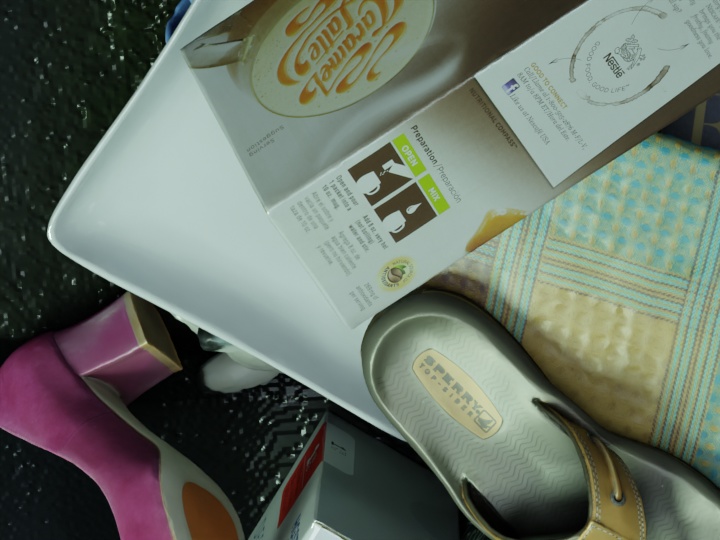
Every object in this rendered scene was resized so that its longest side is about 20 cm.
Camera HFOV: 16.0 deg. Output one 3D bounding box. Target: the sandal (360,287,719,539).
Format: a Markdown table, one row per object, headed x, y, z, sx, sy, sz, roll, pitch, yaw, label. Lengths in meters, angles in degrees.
| x | y | z | sx | sy | sz | roll | pitch | yaw | label |
| --- | --- | --- | --- | --- | --- | --- | --- | --- | --- |
| 0.080 | 0.085 | 1.039 | 0.200 | 0.055 | 0.082 | 44 | 101 | 0 | sandal |

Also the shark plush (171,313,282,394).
| x | y | z | sx | sy | sz | roll | pitch | yaw | label |
| --- | --- | --- | --- | --- | --- | --- | --- | --- | --- |
| 0.000 | 0.000 | 1.147 | 0.198 | 0.091 | 0.084 | -4 | 73 | 7 | shark plush |

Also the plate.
| x | y | z | sx | sy | sz | roll | pitch | yaw | label |
| --- | --- | --- | --- | --- | --- | --- | --- | --- | --- |
| 0.001 | -0.052 | 1.066 | 0.199 | 0.032 | 0.200 | 29 | 102 | -20 | plate |

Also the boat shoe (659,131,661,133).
| x | y | z | sx | sy | sz | roll | pitch | yaw | label |
| --- | --- | --- | --- | --- | --- | --- | --- | --- | --- |
| 0.178 | -0.088 | 1.122 | 0.199 | 0.065 | 0.072 | -33 | 100 | 7 | boat shoe |

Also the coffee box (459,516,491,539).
| x | y | z | sx | sy | sz | roll | pitch | yaw | label |
| --- | --- | --- | --- | --- | --- | --- | --- | --- | --- |
| 0.047 | 0.167 | 1.122 | 0.044 | 0.123 | 0.201 | 31 | 77 | -5 | coffee box |

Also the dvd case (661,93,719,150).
| x | y | z | sx | sy | sz | roll | pitch | yaw | label |
| --- | --- | --- | --- | --- | --- | --- | --- | --- | --- |
| 0.205 | -0.089 | 1.074 | 0.147 | 0.016 | 0.202 | 7 | 78 | 11 | dvd case |

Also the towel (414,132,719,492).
| x | y | z | sx | sy | sz | roll | pitch | yaw | label |
| --- | --- | --- | --- | --- | --- | --- | --- | --- | --- |
| 0.121 | 0.016 | 1.054 | 0.199 | 0.022 | 0.148 | 17 | 108 | 7 | towel |

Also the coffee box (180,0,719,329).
| x | y | z | sx | sy | sz | roll | pitch | yaw | label |
| --- | --- | --- | --- | --- | --- | --- | --- | --- | --- |
| 0.046 | -0.085 | 0.973 | 0.199 | 0.115 | 0.080 | -32 | 134 | 3 | coffee box |

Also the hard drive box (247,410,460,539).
| x | y | z | sx | sy | sz | roll | pitch | yaw | label |
| --- | --- | --- | --- | --- | --- | --- | --- | --- | --- |
| -0.036 | 0.184 | 1.145 | 0.076 | 0.156 | 0.201 | 31 | 101 | -6 | hard drive box |

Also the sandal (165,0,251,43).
| x | y | z | sx | sy | sz | roll | pitch | yaw | label |
| --- | --- | --- | --- | --- | --- | --- | --- | --- | --- |
| -0.009 | -0.082 | 1.127 | 0.200 | 0.080 | 0.087 | 41 | 142 | -19 | sandal |

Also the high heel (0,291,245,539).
| x | y | z | sx | sy | sz | roll | pitch | yaw | label |
| --- | --- | --- | --- | --- | --- | --- | --- | --- | --- |
| -0.112 | 0.101 | 1.113 | 0.096 | 0.201 | 0.067 | -33 | 142 | 13 | high heel |
